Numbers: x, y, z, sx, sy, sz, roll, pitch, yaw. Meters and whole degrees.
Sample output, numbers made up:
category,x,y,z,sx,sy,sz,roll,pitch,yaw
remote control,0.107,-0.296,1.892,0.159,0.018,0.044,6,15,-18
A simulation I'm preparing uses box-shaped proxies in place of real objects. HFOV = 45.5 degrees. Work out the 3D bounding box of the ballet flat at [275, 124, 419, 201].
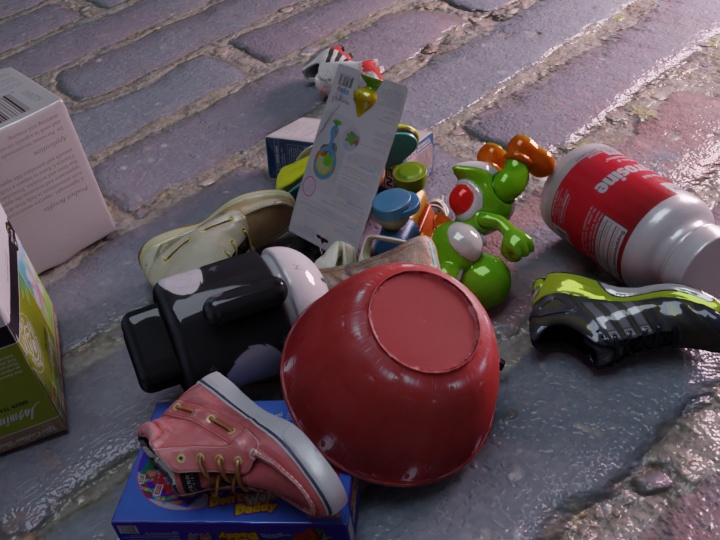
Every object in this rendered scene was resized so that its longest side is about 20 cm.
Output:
category,x,y,z,sx,sy,sz,roll,pitch,yaw
ballet flat,-0.022,-0.140,1.037,0.199,0.067,0.067,-26,49,24

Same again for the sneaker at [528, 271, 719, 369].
category,x,y,z,sx,sy,sz,roll,pitch,yaw
sneaker,0.253,0.059,0.816,0.199,0.074,0.081,5,49,28

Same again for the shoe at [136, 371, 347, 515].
category,x,y,z,sx,sy,sz,roll,pitch,yaw
shoe,-0.102,0.157,0.693,0.091,0.072,0.200,-35,39,-26

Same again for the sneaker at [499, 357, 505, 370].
category,x,y,z,sx,sy,sz,roll,pitch,yaw
sneaker,0.036,0.090,0.816,0.199,0.075,0.088,-20,44,-14

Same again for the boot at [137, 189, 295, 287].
category,x,y,z,sx,sy,sz,roll,pitch,yaw
boot,-0.147,-0.009,0.982,0.199,0.072,0.155,-24,39,-9

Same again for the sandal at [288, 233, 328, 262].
category,x,y,z,sx,sy,sz,roll,pitch,yaw
sandal,-0.042,-0.059,1.041,0.075,0.045,0.200,4,40,16

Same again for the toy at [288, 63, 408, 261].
category,x,y,z,sx,sy,sz,roll,pitch,yaw
toy,-0.005,-0.118,0.960,0.047,0.201,0.115,0,22,-45

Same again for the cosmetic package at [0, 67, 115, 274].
category,x,y,z,sx,sy,sz,roll,pitch,yaw
cosmetic package,-0.444,-0.117,1.082,0.165,0.201,0.165,-34,44,-27

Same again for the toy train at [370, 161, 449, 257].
category,x,y,z,sx,sy,sz,roll,pitch,yaw
toy train,0.062,-0.076,0.981,0.084,0.116,0.200,5,41,18

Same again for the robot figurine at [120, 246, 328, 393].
category,x,y,z,sx,sy,sz,roll,pitch,yaw
robot figurine,-0.124,0.053,0.830,0.199,0.125,0.150,-18,25,-18

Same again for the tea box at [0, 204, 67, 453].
category,x,y,z,sx,sy,sz,roll,pitch,yaw
tea box,-0.397,0.052,0.859,0.133,0.197,0.200,-19,39,-10

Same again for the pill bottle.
category,x,y,z,sx,sy,sz,roll,pitch,yaw
pill bottle,0.289,-0.045,0.894,0.112,0.113,0.200,-24,40,-17

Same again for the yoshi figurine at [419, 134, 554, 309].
category,x,y,z,sx,sy,sz,roll,pitch,yaw
yoshi figurine,0.139,-0.039,0.920,0.112,0.113,0.200,23,68,22

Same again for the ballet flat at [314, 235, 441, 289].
category,x,y,z,sx,sy,sz,roll,pitch,yaw
ballet flat,0.000,0.000,0.897,0.199,0.068,0.068,-9,-12,35

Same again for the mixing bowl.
category,x,y,z,sx,sy,sz,roll,pitch,yaw
mixing bowl,0.039,0.069,0.725,0.199,0.109,0.201,8,56,-12

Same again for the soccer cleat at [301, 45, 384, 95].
category,x,y,z,sx,sy,sz,roll,pitch,yaw
soccer cleat,-0.023,-0.294,1.323,0.085,0.069,0.200,-31,39,-12

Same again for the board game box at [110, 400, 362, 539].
category,x,y,z,sx,sy,sz,roll,pitch,yaw
board game box,-0.099,0.178,0.755,0.199,0.045,0.135,-2,39,10

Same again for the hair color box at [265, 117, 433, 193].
category,x,y,z,sx,sy,sz,roll,pitch,yaw
hair color box,-0.014,-0.151,1.126,0.199,0.061,0.100,11,29,26
